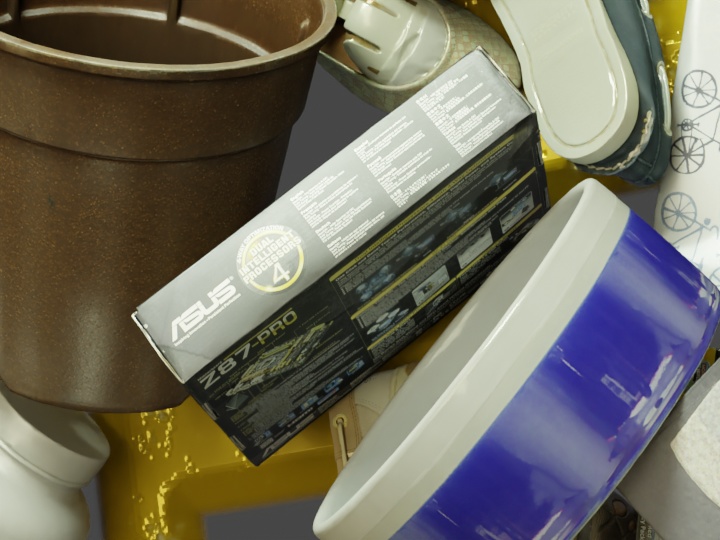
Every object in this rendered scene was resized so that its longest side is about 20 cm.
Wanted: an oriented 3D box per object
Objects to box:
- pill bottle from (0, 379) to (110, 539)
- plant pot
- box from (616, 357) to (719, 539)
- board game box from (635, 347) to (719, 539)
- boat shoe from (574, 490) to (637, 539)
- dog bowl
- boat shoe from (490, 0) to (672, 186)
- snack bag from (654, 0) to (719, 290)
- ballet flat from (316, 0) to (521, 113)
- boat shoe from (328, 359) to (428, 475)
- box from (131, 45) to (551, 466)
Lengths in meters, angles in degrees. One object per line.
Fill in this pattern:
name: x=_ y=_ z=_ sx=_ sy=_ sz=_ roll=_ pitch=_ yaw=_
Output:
pill bottle: x=-0.223 y=0.155 z=1.047 sx=0.112 sy=0.112 sz=0.201 roll=41 pitch=100 yaw=20
plant pot: x=-0.121 y=-0.050 z=0.967 sx=0.199 sy=0.200 sz=0.200 roll=21 pitch=119 yaw=22
box: x=0.225 y=0.105 z=0.786 sx=0.200 sy=0.114 sz=0.132 roll=48 pitch=120 yaw=17
board game box: x=0.228 y=0.143 z=0.895 sx=0.198 sy=0.062 sz=0.202 roll=4 pitch=84 yaw=20
boat shoe: x=0.091 y=0.206 z=0.943 sx=0.071 sy=0.076 sz=0.202 roll=1 pitch=80 yaw=29
dog bowl: x=0.069 y=0.061 z=0.862 sx=0.079 sy=0.200 sz=0.201 roll=39 pitch=100 yaw=-2
boat shoe: x=0.112 y=-0.132 z=0.963 sx=0.075 sy=0.062 sz=0.201 roll=-34 pitch=52 yaw=27
snack bag: x=0.243 y=-0.062 z=0.921 sx=0.198 sy=0.021 sz=0.191 roll=9 pitch=87 yaw=23
ballet flat: x=-0.010 y=-0.132 z=1.016 sx=0.199 sy=0.062 sz=0.068 roll=28 pitch=95 yaw=21
boat shoe: x=0.017 y=0.149 z=0.977 sx=0.069 sy=0.074 sz=0.202 roll=-10 pitch=72 yaw=23
box: x=0.000 y=0.000 z=0.920 sx=0.199 sy=0.161 sz=0.049 roll=-38 pitch=72 yaw=-4
